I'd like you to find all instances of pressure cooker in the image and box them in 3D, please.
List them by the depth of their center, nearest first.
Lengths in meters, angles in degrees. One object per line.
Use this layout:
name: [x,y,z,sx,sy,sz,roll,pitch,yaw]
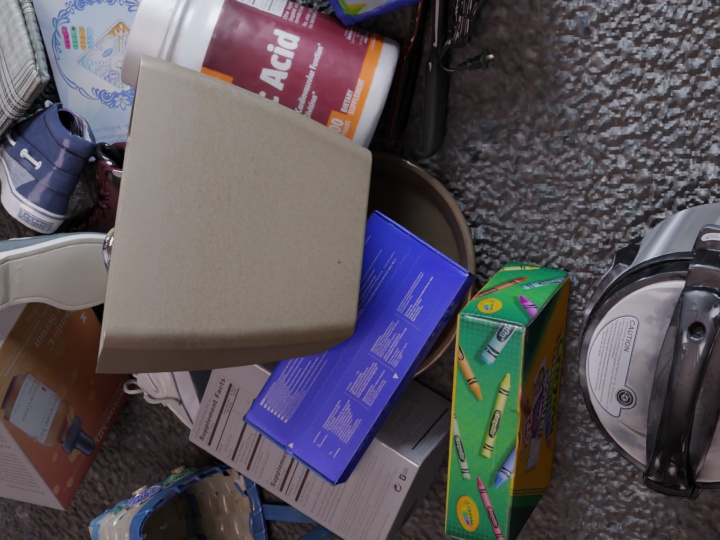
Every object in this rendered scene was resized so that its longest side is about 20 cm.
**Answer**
pressure cooker: [0.250,0.054,0.989,0.178,0.200,0.177,-30,96,32]

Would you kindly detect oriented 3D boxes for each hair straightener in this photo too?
hair straightener: [0.073,-0.183,1.084,0.076,0.041,0.202,19,112,18]

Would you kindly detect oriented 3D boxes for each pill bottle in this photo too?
pill bottle: [-0.078,-0.159,1.084,0.198,0.114,0.115,19,119,-4]

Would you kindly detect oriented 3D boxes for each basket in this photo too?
basket: [-0.144,0.258,1.278,0.199,0.176,0.141,3,108,37]

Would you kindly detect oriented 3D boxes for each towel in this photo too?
towel: [-0.356,-0.189,1.237,0.192,0.034,0.201,-41,57,33]

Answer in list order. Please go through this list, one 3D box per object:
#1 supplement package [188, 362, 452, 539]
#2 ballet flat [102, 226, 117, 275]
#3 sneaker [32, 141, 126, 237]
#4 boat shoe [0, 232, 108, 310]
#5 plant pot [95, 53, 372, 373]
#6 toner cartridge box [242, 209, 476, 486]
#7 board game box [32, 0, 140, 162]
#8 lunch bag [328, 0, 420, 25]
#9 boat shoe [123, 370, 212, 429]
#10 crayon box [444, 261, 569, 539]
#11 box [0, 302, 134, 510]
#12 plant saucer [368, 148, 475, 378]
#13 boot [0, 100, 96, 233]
supplement package: [-0.030,0.135,1.209,0.199,0.114,0.110,30,119,14]
ballet flat: [-0.164,0.012,1.193,0.072,0.200,0.073,-13,68,34]
sneaker: [-0.229,-0.064,1.232,0.198,0.076,0.116,-11,133,20]
boat shoe: [-0.277,-0.007,1.168,0.062,0.199,0.073,42,128,40]
plant pot: [-0.093,-0.021,1.022,0.175,0.200,0.202,8,79,-12]
toner cartridge box: [-0.001,0.062,1.111,0.095,0.043,0.201,34,94,14]
board game box: [-0.182,-0.202,1.192,0.198,0.043,0.201,-3,109,27]
lunch bag: [0.025,-0.296,1.004,0.169,0.127,0.202,-14,103,30]
boat shoe: [-0.183,0.093,1.291,0.086,0.075,0.203,-31,92,31]
crayon box: [0.119,0.108,1.123,0.058,0.119,0.202,11,115,22]
box: [-0.315,0.097,1.270,0.105,0.153,0.201,7,142,23]
plant saucer: [0.000,0.000,1.155,0.198,0.029,0.202,0,90,14]
boot: [-0.278,-0.112,1.224,0.072,0.200,0.091,26,104,-34]
